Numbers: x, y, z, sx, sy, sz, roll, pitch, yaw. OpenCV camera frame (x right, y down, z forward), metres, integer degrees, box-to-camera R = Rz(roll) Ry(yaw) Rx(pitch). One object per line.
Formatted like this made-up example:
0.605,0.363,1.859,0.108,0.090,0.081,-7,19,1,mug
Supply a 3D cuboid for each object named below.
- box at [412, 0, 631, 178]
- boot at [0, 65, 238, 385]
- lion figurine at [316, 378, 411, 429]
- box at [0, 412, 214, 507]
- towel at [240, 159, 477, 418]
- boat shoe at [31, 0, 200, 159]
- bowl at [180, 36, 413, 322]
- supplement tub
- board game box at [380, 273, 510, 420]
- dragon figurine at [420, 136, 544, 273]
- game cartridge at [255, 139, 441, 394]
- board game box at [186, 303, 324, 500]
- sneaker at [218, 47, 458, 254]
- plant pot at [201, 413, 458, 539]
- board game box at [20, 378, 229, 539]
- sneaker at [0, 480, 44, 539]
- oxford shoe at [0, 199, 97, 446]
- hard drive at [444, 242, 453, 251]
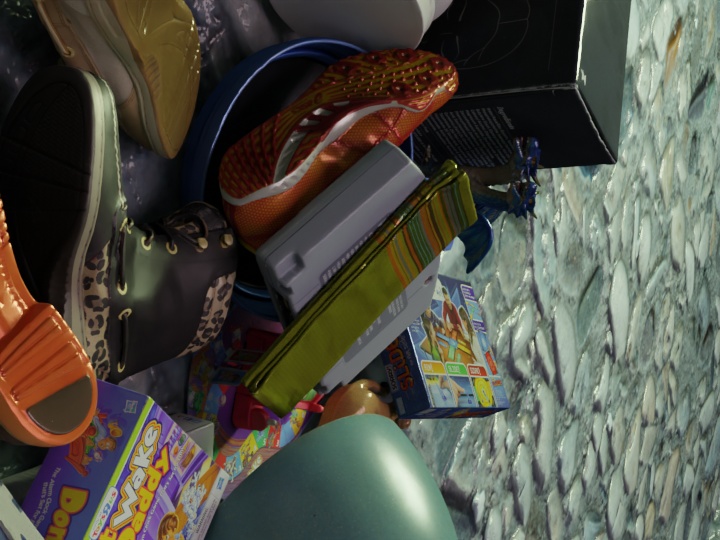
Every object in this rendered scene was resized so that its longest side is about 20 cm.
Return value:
0.106,-0.193,0.916,0.124,0.194,0.203,41,54,-52,box
-0.137,-0.020,0.666,0.150,0.072,0.203,-20,118,-58,boot
-0.021,0.155,0.941,0.123,0.071,0.202,61,39,-51,lion figurine
-0.164,0.184,0.709,0.199,0.036,0.147,-15,110,-59,box
0.005,0.017,0.763,0.200,0.018,0.086,-46,154,-6,towel
-0.138,-0.131,0.641,0.201,0.068,0.075,85,20,-67,boat shoe
-0.044,-0.065,0.812,0.199,0.039,0.204,-18,117,-41,bowl
0.021,-0.268,0.823,0.145,0.143,0.202,56,48,-51,supplement tub
0.073,0.068,1.061,0.199,0.034,0.137,14,56,-62,board game box
0.083,-0.040,0.919,0.201,0.098,0.059,111,1,-55,dragon figurine
0.000,0.000,0.791,0.133,0.040,0.201,-38,153,-14,game cartridge
-0.058,0.085,0.875,0.200,0.038,0.160,-52,140,-43,board game box
-0.014,-0.086,0.767,0.199,0.073,0.078,-35,143,-21,sneaker
-0.006,0.217,0.756,0.199,0.135,0.202,-30,144,-25,plant pot
-0.151,0.180,0.629,0.135,0.044,0.202,63,45,-59,board game box
-0.211,0.138,0.517,0.201,0.114,0.081,58,-9,2,sneaker
-0.208,0.003,0.554,0.071,0.072,0.202,-42,114,-48,oxford shoe
0.039,-0.080,1.031,0.199,0.025,0.134,-9,105,-61,hard drive
